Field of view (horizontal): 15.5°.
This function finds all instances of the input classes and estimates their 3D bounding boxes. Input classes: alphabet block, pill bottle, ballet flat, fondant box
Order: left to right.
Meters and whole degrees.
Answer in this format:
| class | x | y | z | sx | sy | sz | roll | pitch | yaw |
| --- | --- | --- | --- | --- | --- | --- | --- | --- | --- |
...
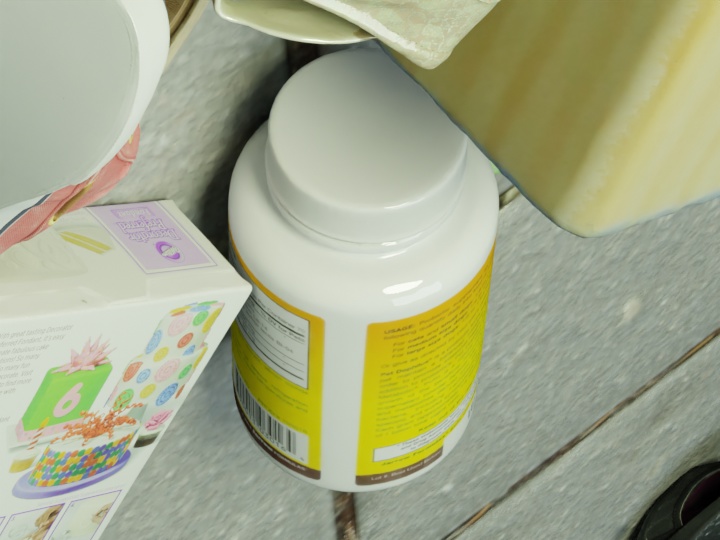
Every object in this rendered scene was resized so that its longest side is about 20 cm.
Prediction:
| class | x | y | z | sx | sy | sz | roll | pitch | yaw |
| --- | --- | --- | --- | --- | --- | --- | --- | --- | --- |
| fondant box | -0.149 | 0.068 | 1.040 | 0.144 | 0.058 | 0.200 | -8 | 138 | -52 |
| ballet flat | -0.047 | -0.106 | 0.813 | 0.199 | 0.068 | 0.062 | 18 | 127 | -20 |
| pill bottle | 0.000 | 0.000 | 1.093 | 0.109 | 0.109 | 0.200 | -33 | 154 | -21 |
| alphabet block | 0.109 | -0.161 | 0.903 | 0.195 | 0.196 | 0.201 | -19 | 146 | -44 |

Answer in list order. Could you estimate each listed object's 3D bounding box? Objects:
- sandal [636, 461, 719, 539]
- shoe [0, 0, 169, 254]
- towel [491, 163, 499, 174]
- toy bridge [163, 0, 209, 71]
| class | x | y | z | sx | sy | sz | roll | pitch | yaw |
| --- | --- | --- | --- | --- | --- | --- | --- | --- | --- |
| sandal | 0.212 | 0.170 | 1.767 | 0.200 | 0.048 | 0.075 | -37 | 159 | 16 |
| shoe | -0.103 | -0.057 | 0.848 | 0.091 | 0.072 | 0.200 | -42 | -179 | -43 |
| towel | 0.099 | -0.122 | 1.156 | 0.149 | 0.031 | 0.200 | -8 | 139 | -49 |
| toy bridge | -0.077 | -0.105 | 0.910 | 0.067 | 0.027 | 0.201 | -26 | 150 | -35 |
